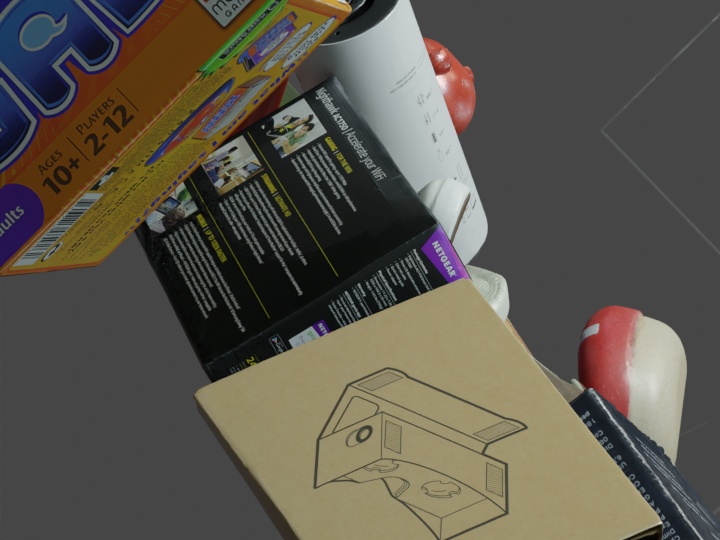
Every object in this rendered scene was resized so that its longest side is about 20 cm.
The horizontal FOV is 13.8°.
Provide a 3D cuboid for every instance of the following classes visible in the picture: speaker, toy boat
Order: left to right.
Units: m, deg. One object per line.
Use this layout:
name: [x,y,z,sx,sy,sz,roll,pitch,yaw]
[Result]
speaker: [0.015,-0.089,1.800,0.081,0.081,0.200,54,-10,49]
toy boat: [0.133,0.110,1.923,0.130,0.200,0.131,16,39,-1]

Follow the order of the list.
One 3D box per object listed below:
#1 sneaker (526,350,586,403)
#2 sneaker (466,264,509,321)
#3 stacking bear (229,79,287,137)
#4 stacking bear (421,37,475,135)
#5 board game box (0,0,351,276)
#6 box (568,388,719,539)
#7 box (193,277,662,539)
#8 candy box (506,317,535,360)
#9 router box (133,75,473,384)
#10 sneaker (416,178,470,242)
sneaker: [0.067,0.076,1.778,0.200,0.070,0.076,25,34,-36]
sneaker: [0.048,0.056,1.887,0.200,0.077,0.112,-154,-124,-71]
stacking bear: [-0.151,-0.149,1.819,0.200,0.114,0.121,30,0,21]
stacking bear: [-0.011,-0.070,1.921,0.114,0.200,0.121,49,8,26]
board game box: [-0.156,-0.138,1.501,0.200,0.200,0.200,46,7,6]
box: [0.169,0.198,1.716,0.200,0.117,0.197,54,7,26]
box: [0.031,0.098,1.490,0.200,0.163,0.021,53,-23,41]
candy box: [0.118,0.111,2.078,0.200,0.055,0.115,58,7,-5]
router box: [-0.040,-0.015,1.655,0.051,0.149,0.200,59,-1,-33]
sneaker: [0.000,0.000,1.741,0.085,0.073,0.200,26,-34,-6]
